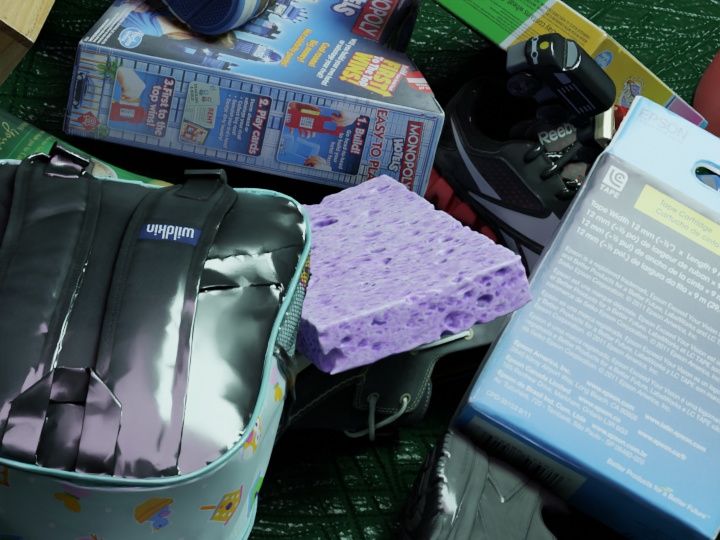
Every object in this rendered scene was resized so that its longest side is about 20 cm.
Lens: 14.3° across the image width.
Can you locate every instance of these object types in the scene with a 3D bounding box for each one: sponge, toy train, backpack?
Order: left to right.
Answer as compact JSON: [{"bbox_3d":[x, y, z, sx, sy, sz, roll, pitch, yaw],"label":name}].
[{"bbox_3d":[-0.119,0.059,1.322,0.175,0.154,0.200,11,37,-1],"label":"backpack"},{"bbox_3d":[0.000,0.000,1.471,0.111,0.030,0.200,-19,18,-14],"label":"sponge"},{"bbox_3d":[0.146,-0.068,1.547,0.200,0.046,0.034,40,42,-41],"label":"toy train"}]

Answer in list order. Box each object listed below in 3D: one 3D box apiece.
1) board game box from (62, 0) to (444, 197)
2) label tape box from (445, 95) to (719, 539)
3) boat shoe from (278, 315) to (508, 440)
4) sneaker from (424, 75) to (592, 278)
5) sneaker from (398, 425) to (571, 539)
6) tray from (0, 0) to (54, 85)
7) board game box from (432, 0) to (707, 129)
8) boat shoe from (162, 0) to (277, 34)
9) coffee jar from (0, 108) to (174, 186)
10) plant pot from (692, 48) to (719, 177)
[{"bbox_3d":[-0.040,-0.115,1.637,0.199,0.062,0.200,19,32,7],"label":"board game box"},{"bbox_3d":[0.154,0.030,1.485,0.143,0.066,0.200,29,67,1],"label":"label tape box"},{"bbox_3d":[0.007,0.054,1.485,0.200,0.072,0.068,-28,86,-35],"label":"boat shoe"},{"bbox_3d":[0.111,-0.034,1.602,0.071,0.098,0.200,-24,59,-42],"label":"sneaker"},{"bbox_3d":[0.060,0.159,1.391,0.091,0.076,0.200,22,42,-6],"label":"sneaker"},{"bbox_3d":[-0.193,-0.163,1.608,0.037,0.099,0.200,34,38,-13],"label":"tray"},{"bbox_3d":[0.106,-0.133,1.657,0.153,0.040,0.200,39,5,26],"label":"board game box"},{"bbox_3d":[-0.113,-0.222,1.606,0.200,0.072,0.072,60,34,3],"label":"boat shoe"},{"bbox_3d":[-0.170,-0.022,1.477,0.200,0.085,0.104,25,39,6],"label":"coffee jar"},{"bbox_3d":[0.320,-0.136,1.740,0.200,0.178,0.201,12,41,-10],"label":"plant pot"}]
